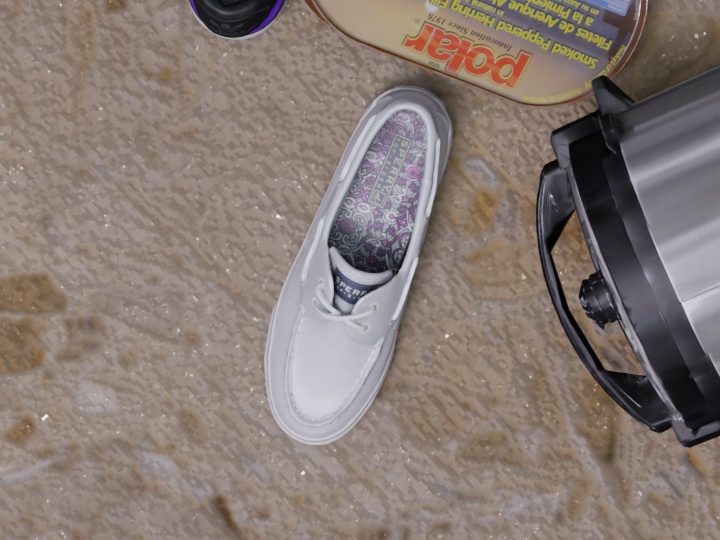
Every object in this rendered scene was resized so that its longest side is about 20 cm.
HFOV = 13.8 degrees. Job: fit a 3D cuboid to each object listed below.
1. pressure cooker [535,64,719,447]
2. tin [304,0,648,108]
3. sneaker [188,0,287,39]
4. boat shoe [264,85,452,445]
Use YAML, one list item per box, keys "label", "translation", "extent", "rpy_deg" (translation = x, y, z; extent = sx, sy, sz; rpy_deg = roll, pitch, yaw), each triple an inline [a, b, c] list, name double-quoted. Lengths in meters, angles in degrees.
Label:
- label: "pressure cooker"
  translation: [0.190, -0.018, 1.494]
  extent: [0.200, 0.176, 0.179]
  rpy_deg: [-25, 134, 10]
- label: "tin"
  translation: [0.054, -0.155, 1.530]
  extent: [0.200, 0.042, 0.112]
  rpy_deg: [20, 93, -23]
- label: "sneaker"
  translation: [-0.050, -0.216, 1.537]
  extent: [0.069, 0.100, 0.201]
  rpy_deg: [9, 97, 2]
- label: "boat shoe"
  translation: [0.000, 0.000, 1.571]
  extent: [0.072, 0.069, 0.200]
  rpy_deg: [26, 97, 2]
